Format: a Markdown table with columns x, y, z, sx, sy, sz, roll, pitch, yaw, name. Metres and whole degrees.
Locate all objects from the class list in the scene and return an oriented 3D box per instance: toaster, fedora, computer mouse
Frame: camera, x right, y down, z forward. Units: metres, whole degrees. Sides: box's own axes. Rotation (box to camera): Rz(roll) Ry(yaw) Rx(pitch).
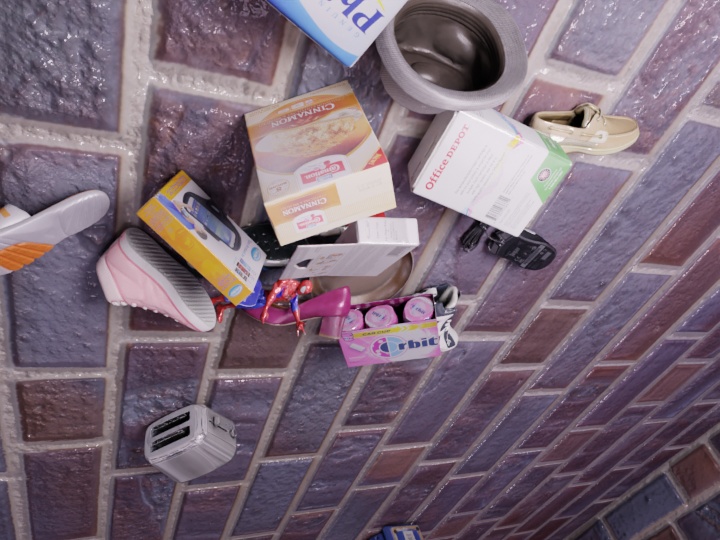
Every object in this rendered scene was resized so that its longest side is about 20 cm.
| x | y | z | sx | sy | sz | roll | pitch | yaw | name |
| --- | --- | --- | --- | --- | --- | --- | --- | --- | --- |
| -0.377 | 0.376 | 1.182 | 0.198 | 0.114 | 0.130 | -24 | 134 | 7 | toaster |
| 0.104 | -0.265 | 0.697 | 0.198 | 0.179 | 0.090 | -12 | 168 | -21 | fedora |
| 0.301 | -0.076 | 1.032 | 0.198 | 0.046 | 0.141 | 14 | 133 | -17 | computer mouse |

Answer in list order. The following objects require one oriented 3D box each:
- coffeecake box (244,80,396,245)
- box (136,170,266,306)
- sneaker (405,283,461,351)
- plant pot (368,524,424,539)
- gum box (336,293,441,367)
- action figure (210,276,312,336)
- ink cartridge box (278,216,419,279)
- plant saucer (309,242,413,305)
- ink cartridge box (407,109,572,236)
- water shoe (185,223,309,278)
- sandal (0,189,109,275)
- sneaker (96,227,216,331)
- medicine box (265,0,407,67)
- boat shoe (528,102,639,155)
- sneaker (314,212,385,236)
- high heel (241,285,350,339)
| x | y | z | sx | sy | sz | roll | pitch | yaw | name |
| --- | --- | --- | --- | --- | --- | --- | --- | --- | --- |
| -0.057 | -0.145 | 0.701 | 0.152 | 0.201 | 0.073 | -18 | 138 | -2 | coffeecake box |
| -0.205 | -0.040 | 0.761 | 0.041 | 0.119 | 0.200 | -39 | 110 | 18 | box |
| 0.174 | 0.093 | 1.126 | 0.129 | 0.080 | 0.199 | -35 | 126 | 28 | sneaker |
| 0.151 | 1.083 | 2.060 | 0.198 | 0.201 | 0.181 | 13 | 122 | -31 | plant pot |
| 0.049 | 0.117 | 1.040 | 0.197 | 0.067 | 0.114 | -9 | 136 | 6 | gum box |
| -0.168 | 0.071 | 0.922 | 0.198 | 0.100 | 0.065 | -18 | 154 | 17 | action figure |
| -0.027 | -0.031 | 0.828 | 0.174 | 0.045 | 0.200 | -1 | 167 | -17 | ink cartridge box |
| 0.000 | 0.000 | 1.000 | 0.198 | 0.032 | 0.202 | -11 | 136 | -11 | plant saucer |
| 0.191 | -0.161 | 0.832 | 0.198 | 0.088 | 0.146 | 19 | 126 | -17 | ink cartridge box |
| -0.182 | -0.028 | 0.886 | 0.197 | 0.072 | 0.079 | -2 | 157 | -14 | water shoe |
| -0.450 | -0.064 | 0.746 | 0.206 | 0.059 | 0.079 | -32 | 158 | -19 | sandal |
| -0.325 | 0.034 | 0.855 | 0.104 | 0.076 | 0.201 | -32 | 115 | 16 | sneaker |
| -0.021 | -0.360 | 0.568 | 0.181 | 0.103 | 0.200 | 26 | 120 | -39 | medicine box |
| 0.364 | -0.232 | 0.877 | 0.197 | 0.073 | 0.065 | -6 | 138 | -8 | boat shoe |
| -0.038 | -0.097 | 0.858 | 0.198 | 0.077 | 0.086 | -4 | 98 | -36 | sneaker |
| -0.116 | 0.055 | 0.982 | 0.198 | 0.067 | 0.097 | 12 | 95 | 3 | high heel |
